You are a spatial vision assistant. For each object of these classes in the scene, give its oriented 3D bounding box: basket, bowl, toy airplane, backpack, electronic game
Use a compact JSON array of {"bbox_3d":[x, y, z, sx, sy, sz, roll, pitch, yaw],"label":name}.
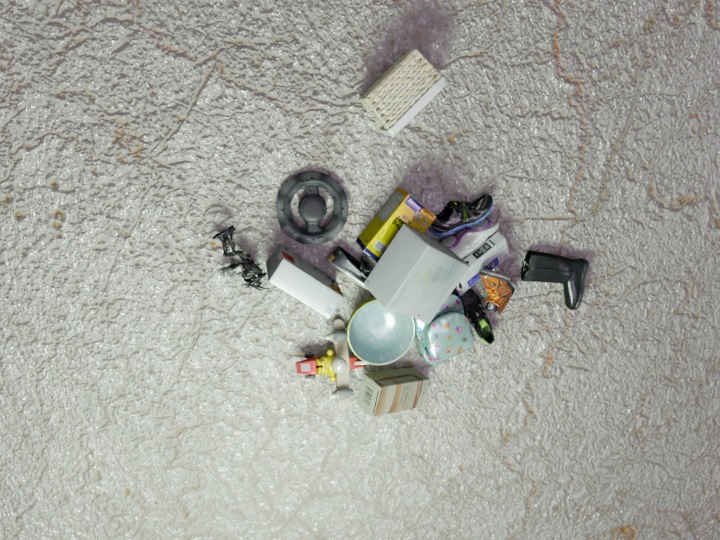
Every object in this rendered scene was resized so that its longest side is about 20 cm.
[{"bbox_3d":[0.105,-0.462,1.542,0.200,0.136,0.123,-43,106,4],"label":"basket"},{"bbox_3d":[0.050,0.161,1.735,0.198,0.108,0.202,-3,106,-12],"label":"bowl"},{"bbox_3d":[-0.060,0.274,1.732,0.200,0.141,0.199,44,75,-7],"label":"toy airplane"},{"bbox_3d":[0.234,0.161,1.752,0.175,0.153,0.201,-23,99,-8],"label":"backpack"},{"bbox_3d":[-0.131,-0.170,1.632,0.198,0.042,0.202,-1,100,-9],"label":"electronic game"}]

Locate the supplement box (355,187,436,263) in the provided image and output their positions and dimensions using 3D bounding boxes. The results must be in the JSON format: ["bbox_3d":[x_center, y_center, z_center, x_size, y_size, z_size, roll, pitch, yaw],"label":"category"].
[{"bbox_3d":[0.097,-0.114,1.660,0.109,0.109,0.200,37,97,-19],"label":"supplement box"}]

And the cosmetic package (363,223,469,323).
[{"bbox_3d":[0.152,0.013,1.605,0.199,0.123,0.200,22,107,-43],"label":"cosmetic package"}]

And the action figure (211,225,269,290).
[{"bbox_3d":[-0.330,-0.013,1.605,0.102,0.118,0.201,-39,107,-33],"label":"action figure"}]

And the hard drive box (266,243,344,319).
[{"bbox_3d":[-0.154,0.028,1.630,0.199,0.156,0.077,33,98,-19],"label":"hard drive box"}]

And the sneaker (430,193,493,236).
[{"bbox_3d":[0.289,-0.167,1.702,0.198,0.071,0.083,-26,116,0],"label":"sneaker"}]

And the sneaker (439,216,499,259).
[{"bbox_3d":[0.319,-0.087,1.746,0.199,0.075,0.100,-30,133,-3],"label":"sneaker"}]

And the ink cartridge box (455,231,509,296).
[{"bbox_3d":[0.346,-0.017,1.746,0.200,0.039,0.100,-39,143,-6],"label":"ink cartridge box"}]

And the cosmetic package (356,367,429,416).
[{"bbox_3d":[0.098,0.360,1.779,0.199,0.087,0.104,-2,110,-39],"label":"cosmetic package"}]

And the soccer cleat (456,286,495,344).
[{"bbox_3d":[0.354,0.134,1.803,0.067,0.081,0.201,-32,108,0],"label":"soccer cleat"}]

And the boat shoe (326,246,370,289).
[{"bbox_3d":[0.000,0.000,1.696,0.199,0.075,0.062,32,105,-13],"label":"boat shoe"}]

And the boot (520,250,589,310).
[{"bbox_3d":[0.586,0.032,1.826,0.198,0.066,0.166,6,97,-16],"label":"boot"}]

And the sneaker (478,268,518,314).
[{"bbox_3d":[0.395,0.067,1.751,0.199,0.077,0.113,24,89,-47],"label":"sneaker"}]
